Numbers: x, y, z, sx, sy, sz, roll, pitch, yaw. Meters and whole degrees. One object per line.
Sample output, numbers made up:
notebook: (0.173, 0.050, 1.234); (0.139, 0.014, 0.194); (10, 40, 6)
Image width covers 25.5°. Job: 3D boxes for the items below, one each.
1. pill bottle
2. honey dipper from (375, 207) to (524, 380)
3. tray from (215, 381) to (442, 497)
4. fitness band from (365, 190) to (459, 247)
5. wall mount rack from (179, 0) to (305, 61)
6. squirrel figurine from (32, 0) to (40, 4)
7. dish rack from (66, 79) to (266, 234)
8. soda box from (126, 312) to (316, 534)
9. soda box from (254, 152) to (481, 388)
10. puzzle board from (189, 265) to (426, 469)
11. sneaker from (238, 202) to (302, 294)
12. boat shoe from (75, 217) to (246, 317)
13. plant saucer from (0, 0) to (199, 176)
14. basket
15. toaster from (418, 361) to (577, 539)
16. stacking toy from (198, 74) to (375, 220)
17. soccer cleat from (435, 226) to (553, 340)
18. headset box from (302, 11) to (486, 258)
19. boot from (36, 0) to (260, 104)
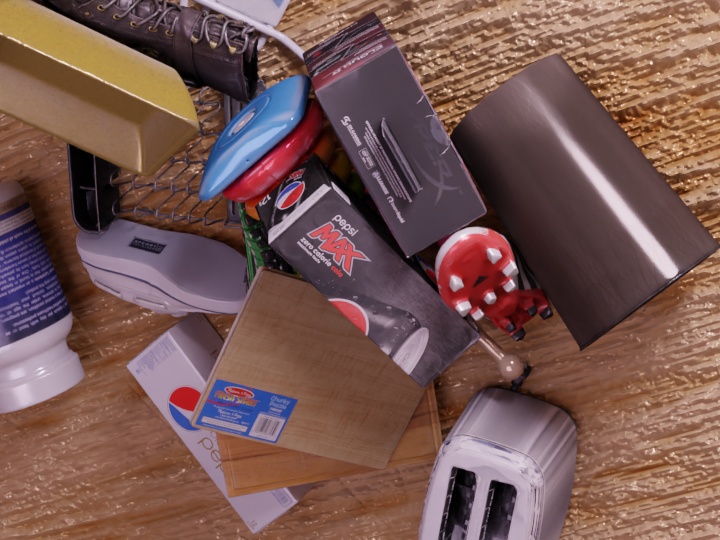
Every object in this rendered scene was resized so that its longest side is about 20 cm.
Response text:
pill bottle: (-0.342, 0.026, 1.519); (0.115, 0.116, 0.202); (-16, 100, 26)
honey dipper: (0.065, 0.018, 1.352); (0.200, 0.038, 0.038); (43, 118, 6)
tray: (-0.030, 0.135, 1.422); (0.197, 0.037, 0.100); (-10, 104, -3)
fitness band: (0.000, 0.000, 1.412); (0.198, 0.037, 0.145); (-12, 102, 24)
wall mount rack: (-0.052, -0.237, 1.340); (0.172, 0.075, 0.201); (22, 119, -19)
squirrel figurine: (-0.307, -0.257, 1.371); (0.198, 0.187, 0.143); (-15, 101, 26)
dish rack: (-0.168, -0.107, 1.437); (0.197, 0.055, 0.155); (6, 110, 20)
soda box: (-0.126, 0.141, 1.492); (0.063, 0.068, 0.201); (-37, 90, 28)
soda box: (0.007, 0.002, 1.262); (0.071, 0.064, 0.200); (-41, 121, 10)
puzzle board: (-0.031, 0.085, 1.345); (0.198, 0.017, 0.152); (16, 110, -31)
sneaker: (-0.076, -0.018, 1.379); (0.085, 0.077, 0.203); (172, 95, -68)
boat shoe: (-0.173, 0.007, 1.471); (0.198, 0.074, 0.066); (21, 139, 29)
plant saucer: (-0.237, -0.156, 1.314); (0.198, 0.200, 0.049); (24, 74, -15)
basket: (0.172, -0.058, 1.262); (0.135, 0.180, 0.201); (-35, 83, -5)
toaster: (0.118, 0.193, 1.373); (0.112, 0.129, 0.202); (17, 112, 16)
stacking toy: (-0.029, -0.051, 1.304); (0.116, 0.110, 0.200); (-38, 108, 19)
soccer cleat: (0.096, -0.004, 1.282); (0.068, 0.200, 0.086); (-38, 63, 10)
headset box: (0.024, -0.109, 1.247); (0.074, 0.200, 0.150); (-29, 108, 4)
boot: (-0.162, -0.207, 1.270); (0.172, 0.200, 0.070); (16, 72, 13)
